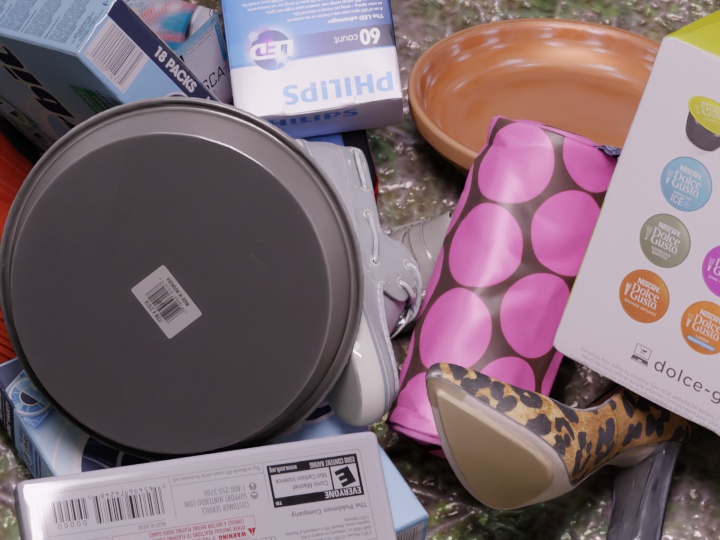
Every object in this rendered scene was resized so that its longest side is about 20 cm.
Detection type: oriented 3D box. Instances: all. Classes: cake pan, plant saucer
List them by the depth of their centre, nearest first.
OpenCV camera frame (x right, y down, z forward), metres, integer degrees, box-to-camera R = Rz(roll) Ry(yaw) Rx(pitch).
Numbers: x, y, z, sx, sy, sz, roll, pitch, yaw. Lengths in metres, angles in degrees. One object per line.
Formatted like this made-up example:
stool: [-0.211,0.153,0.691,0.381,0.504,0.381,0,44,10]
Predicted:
cake pan: [-0.098,0.010,1.485,0.199,0.202,0.037,8,13,4]
plant saucer: [0.127,-0.094,1.736,0.199,0.038,0.201,4,33,-2]

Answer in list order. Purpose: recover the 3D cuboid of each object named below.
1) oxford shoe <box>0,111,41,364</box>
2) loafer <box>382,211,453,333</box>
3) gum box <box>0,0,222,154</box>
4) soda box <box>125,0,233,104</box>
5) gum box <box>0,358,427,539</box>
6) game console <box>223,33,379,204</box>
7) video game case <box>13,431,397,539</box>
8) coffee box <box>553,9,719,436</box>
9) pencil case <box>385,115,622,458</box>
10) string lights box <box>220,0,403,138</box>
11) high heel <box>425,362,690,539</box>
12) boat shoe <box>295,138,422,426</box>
oxford shoe: [-0.229,0.004,1.658,0.072,0.071,0.201,-20,52,27]
loafer: [0.044,-0.006,1.662,0.199,0.070,0.070,-9,50,-10]
gum box: [-0.153,-0.101,1.590,0.199,0.170,0.045,19,70,48]
soda box: [-0.175,-0.141,1.739,0.199,0.069,0.064,19,50,32]
gum box: [-0.086,0.106,1.560,0.169,0.045,0.200,-23,58,-21]
game console: [-0.085,-0.080,1.721,0.176,0.031,0.201,-8,41,-5]
video game case: [-0.069,0.186,1.462,0.199,0.022,0.184,-7,76,-19]
coffee box: [0.256,-0.023,1.557,0.199,0.199,0.200,27,24,19]
pencil case: [0.087,0.015,1.592,0.093,0.091,0.201,25,84,-29]
string lights box: [-0.036,-0.185,1.691,0.102,0.059,0.201,-7,77,0]
high heel: [0.108,0.068,1.545,0.071,0.200,0.143,-19,43,38]
boat shoe: [0.000,0.000,1.576,0.071,0.070,0.202,-5,49,-16]
